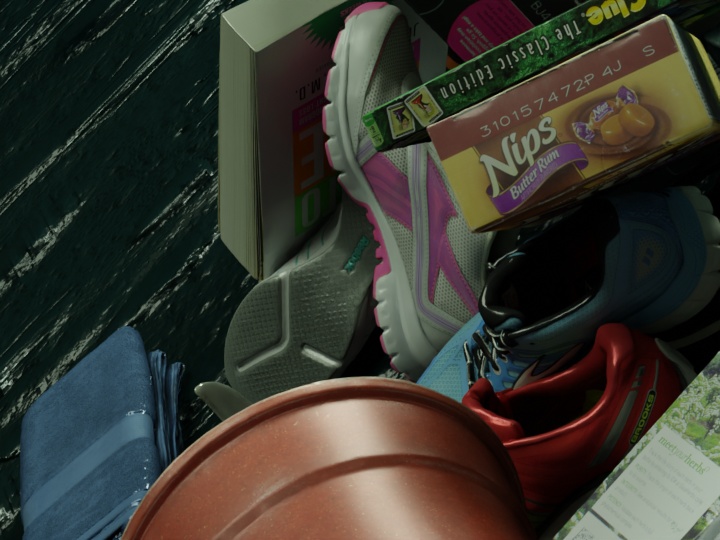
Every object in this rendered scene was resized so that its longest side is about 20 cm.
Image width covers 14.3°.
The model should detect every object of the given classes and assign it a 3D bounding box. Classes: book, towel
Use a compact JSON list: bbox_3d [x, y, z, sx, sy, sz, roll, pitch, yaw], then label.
[{"bbox_3d":[-0.013,-0.094,1.573,0.133,0.200,0.048,-30,60,-21],"label":"book"},{"bbox_3d":[-0.149,0.124,1.656,0.112,0.049,0.200,-38,29,16],"label":"towel"}]

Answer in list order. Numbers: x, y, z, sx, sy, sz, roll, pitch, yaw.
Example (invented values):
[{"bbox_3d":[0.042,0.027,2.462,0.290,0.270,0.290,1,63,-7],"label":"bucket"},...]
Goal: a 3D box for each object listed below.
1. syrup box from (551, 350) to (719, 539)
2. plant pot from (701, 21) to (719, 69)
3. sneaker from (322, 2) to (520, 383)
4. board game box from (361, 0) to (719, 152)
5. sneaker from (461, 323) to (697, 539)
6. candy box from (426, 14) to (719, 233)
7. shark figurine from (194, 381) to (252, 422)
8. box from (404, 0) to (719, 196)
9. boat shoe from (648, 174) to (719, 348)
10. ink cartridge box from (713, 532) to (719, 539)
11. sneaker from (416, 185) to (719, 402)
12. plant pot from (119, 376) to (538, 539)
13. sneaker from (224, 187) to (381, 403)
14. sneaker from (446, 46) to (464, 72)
[{"bbox_3d":[0.182,0.077,1.207,0.200,0.081,0.079,-48,30,-2],"label":"syrup box"},{"bbox_3d":[0.285,-0.105,1.246,0.200,0.141,0.141,-44,27,-5],"label":"plant pot"},{"bbox_3d":[0.043,-0.045,1.491,0.088,0.201,0.081,-12,12,23],"label":"sneaker"},{"bbox_3d":[0.106,-0.106,1.314,0.200,0.024,0.105,-26,-2,27],"label":"board game box"},{"bbox_3d":[0.067,0.091,1.349,0.200,0.085,0.077,-38,28,17],"label":"sneaker"},{"bbox_3d":[0.106,-0.064,1.318,0.116,0.057,0.200,-24,-4,11],"label":"candy box"},{"bbox_3d":[-0.034,0.131,1.389,0.089,0.128,0.215,-18,38,47],"label":"shark figurine"},{"bbox_3d":[0.123,-0.150,1.463,0.132,0.200,0.115,-32,32,25],"label":"box"},{"bbox_3d":[0.198,-0.044,1.367,0.201,0.063,0.074,-43,30,17],"label":"boat shoe"},{"bbox_3d":[0.233,0.116,1.083,0.160,0.047,0.200,-48,38,-2],"label":"ink cartridge box"},{"bbox_3d":[0.078,0.020,1.370,0.200,0.090,0.079,-45,52,34],"label":"sneaker"},{"bbox_3d":[0.014,0.180,1.210,0.201,0.201,0.195,-44,35,6],"label":"plant pot"},{"bbox_3d":[0.000,0.000,1.599,0.200,0.070,0.080,-52,-15,20],"label":"sneaker"},{"bbox_3d":[0.064,-0.134,1.635,0.200,0.090,0.070,-14,52,45],"label":"sneaker"}]
